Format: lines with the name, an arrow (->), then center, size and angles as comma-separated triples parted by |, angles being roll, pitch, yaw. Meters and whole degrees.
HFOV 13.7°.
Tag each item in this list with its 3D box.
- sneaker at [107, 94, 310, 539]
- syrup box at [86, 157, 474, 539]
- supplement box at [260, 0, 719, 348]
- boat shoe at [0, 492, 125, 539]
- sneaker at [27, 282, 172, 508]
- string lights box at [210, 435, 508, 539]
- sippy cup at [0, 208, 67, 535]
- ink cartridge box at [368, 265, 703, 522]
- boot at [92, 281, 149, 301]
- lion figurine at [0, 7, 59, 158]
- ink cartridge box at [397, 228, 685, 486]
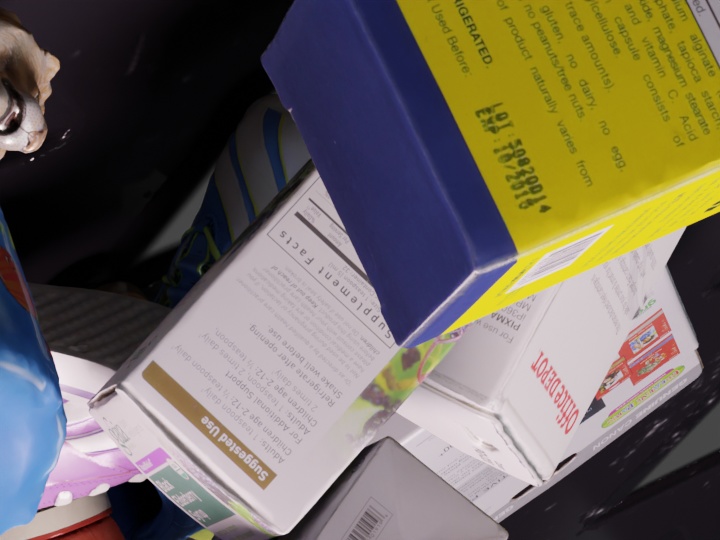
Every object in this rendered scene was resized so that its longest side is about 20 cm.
sneaker -> -0.057, 0.032, 1.178 | 0.105, 0.076, 0.200 | -28, 135, -47
syrup box -> 0.000, 0.000, 1.058 | 0.200, 0.081, 0.079 | -49, -176, -16
supplement box -> 0.087, -0.071, 0.942 | 0.200, 0.109, 0.110 | -23, 172, -16
boat shoe -> -0.157, 0.133, 1.220 | 0.071, 0.063, 0.200 | -24, -176, -41
sneaker -> -0.120, 0.067, 1.122 | 0.200, 0.073, 0.114 | 13, 112, -13
string lights box -> -0.028, 0.130, 1.093 | 0.103, 0.059, 0.200 | -54, -173, -20
sippy cup -> -0.151, 0.019, 0.870 | 0.140, 0.130, 0.178 | -35, 141, 1
ink cartridge box -> 0.053, 0.051, 1.415 | 0.200, 0.084, 0.176 | -35, 156, 0
boot -> -0.102, 0.075, 1.264 | 0.074, 0.076, 0.200 | -26, 153, -16
lion figurine -> -0.197, -0.028, 0.954 | 0.200, 0.073, 0.122 | -34, 155, 11
ink cartridge box -> 0.077, -0.028, 1.198 | 0.200, 0.085, 0.146 | -62, 162, -9
